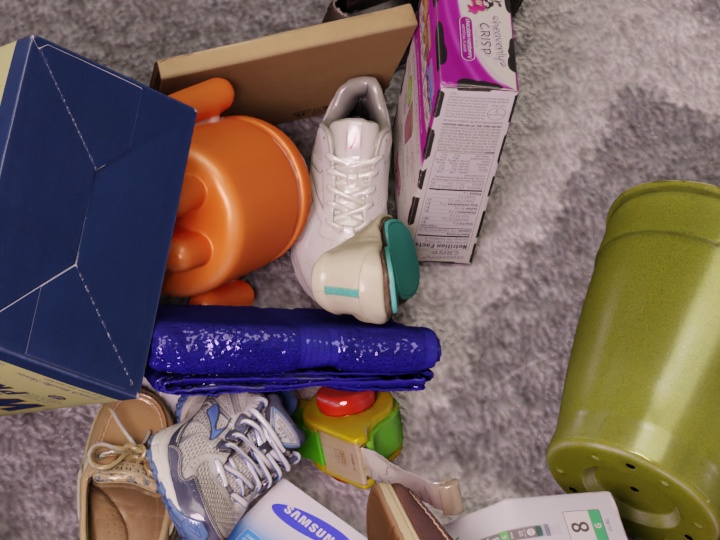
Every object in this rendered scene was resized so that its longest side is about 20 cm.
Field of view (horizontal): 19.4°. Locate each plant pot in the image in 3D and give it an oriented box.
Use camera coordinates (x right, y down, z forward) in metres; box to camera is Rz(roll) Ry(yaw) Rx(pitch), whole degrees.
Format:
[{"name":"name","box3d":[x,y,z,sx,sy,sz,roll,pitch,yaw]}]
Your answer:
[{"name":"plant pot","box3d":[0.222,0.077,1.438,0.199,0.201,0.194,23,66,14]}]

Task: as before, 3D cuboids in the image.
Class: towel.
[{"name":"towel","box3d":[-0.059,0.054,1.412,0.198,0.148,0.050,2,94,-16]}]

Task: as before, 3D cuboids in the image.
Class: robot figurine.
[{"name":"robot figurine","box3d":[-0.107,-0.050,1.507,0.144,0.117,0.200,51,26,6]}]

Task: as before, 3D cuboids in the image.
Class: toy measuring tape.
[{"name":"toy measuring tape","box3d":[0.019,0.117,1.425,0.073,0.074,0.199,-36,31,-27]}]

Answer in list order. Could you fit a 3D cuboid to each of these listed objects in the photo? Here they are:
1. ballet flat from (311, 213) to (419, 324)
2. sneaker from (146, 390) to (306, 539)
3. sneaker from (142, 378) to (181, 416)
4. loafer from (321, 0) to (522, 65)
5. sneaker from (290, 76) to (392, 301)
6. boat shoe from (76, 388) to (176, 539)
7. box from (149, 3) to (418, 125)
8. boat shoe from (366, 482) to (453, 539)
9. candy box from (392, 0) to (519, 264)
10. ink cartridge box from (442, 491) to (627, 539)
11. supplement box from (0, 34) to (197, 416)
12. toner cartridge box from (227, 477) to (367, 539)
[{"name":"ballet flat","box3d":[0.000,0.000,1.452,0.069,0.200,0.070,0,94,7]},{"name":"sneaker","box3d":[-0.083,0.115,1.375,0.085,0.078,0.200,-21,20,12]},{"name":"sneaker","box3d":[-0.193,0.034,1.502,0.080,0.071,0.200,-33,62,-23]},{"name":"loafer","box3d":[0.054,-0.218,1.713,0.199,0.072,0.073,-27,59,-23]},{"name":"sneaker","box3d":[-0.012,-0.064,1.570,0.077,0.100,0.201,2,52,-3]},{"name":"boat shoe","box3d":[-0.152,0.164,1.390,0.073,0.063,0.202,3,62,-7]},{"name":"box","box3d":[-0.065,-0.144,1.593,0.198,0.164,0.021,-13,76,-14]},{"name":"boat shoe","box3d":[0.066,0.207,1.273,0.071,0.073,0.201,-12,46,-23]},{"name":"candy box","box3d":[0.068,-0.118,1.553,0.060,0.201,0.137,4,53,-7]},{"name":"ink cartridge box","box3d":[0.084,0.220,1.313,0.198,0.050,0.162,-1,49,-17]},{"name":"supplement box","box3d":[-0.233,-0.021,1.373,0.134,0.199,0.202,23,69,-36]},{"name":"toner cartridge box","box3d":[-0.004,0.228,1.347,0.199,0.043,0.095,34,50,17]}]
